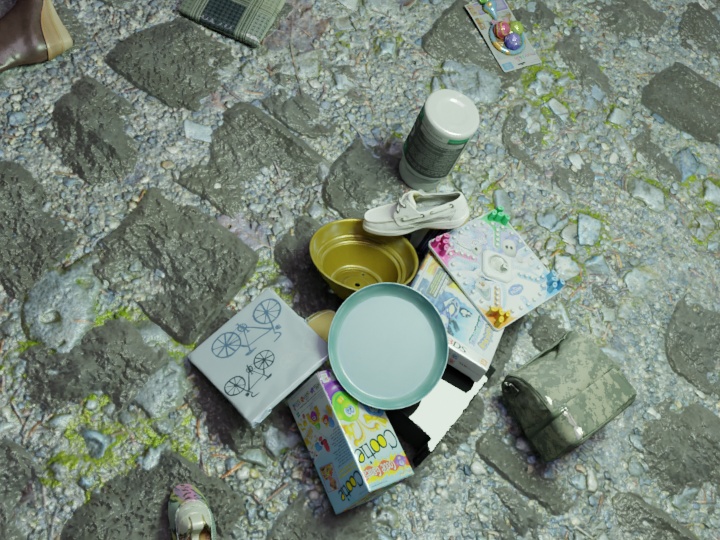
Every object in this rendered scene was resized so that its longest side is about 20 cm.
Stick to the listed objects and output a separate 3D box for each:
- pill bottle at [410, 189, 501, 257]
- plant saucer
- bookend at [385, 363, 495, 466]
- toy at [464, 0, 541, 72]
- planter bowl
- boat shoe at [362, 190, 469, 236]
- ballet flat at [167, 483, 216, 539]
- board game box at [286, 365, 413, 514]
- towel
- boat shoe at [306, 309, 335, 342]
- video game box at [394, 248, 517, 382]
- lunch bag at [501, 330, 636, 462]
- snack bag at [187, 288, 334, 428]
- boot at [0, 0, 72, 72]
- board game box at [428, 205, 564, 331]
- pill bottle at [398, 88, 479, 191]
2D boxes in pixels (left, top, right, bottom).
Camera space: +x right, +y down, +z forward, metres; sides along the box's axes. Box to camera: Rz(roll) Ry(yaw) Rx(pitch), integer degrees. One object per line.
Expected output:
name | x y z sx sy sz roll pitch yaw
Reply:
pill bottle | 0.165 -0.060 1.577 0.199 0.111 0.111 41 59 7
plant saucer | 0.044 0.122 1.338 0.197 0.027 0.204 1 79 -7
bookend | 0.094 0.190 1.434 0.198 0.092 0.200 40 60 8
toy | 0.340 -0.567 1.939 0.114 0.047 0.202 -19 69 -23
planter bowl | 0.000 0.000 1.497 0.197 0.084 0.202 8 41 -7
boat shoe | 0.095 -0.113 1.495 0.197 0.070 0.071 -7 43 12
ballet flat | -0.243 0.409 1.226 0.068 0.071 0.203 -5 64 -18
board game box | -0.018 0.267 1.337 0.102 0.105 0.202 -8 64 -42
towel | -0.268 -0.582 1.778 0.190 0.035 0.202 22 61 -1
boat shoe | -0.098 0.132 1.415 0.071 0.076 0.200 39 59 6
video game box | 0.165 0.068 1.443 0.181 0.047 0.201 32 49 -1
lunch bag | 0.365 0.215 1.474 0.198 0.140 0.169 -27 74 -28
snack bag | -0.160 0.138 1.363 0.188 0.022 0.199 -40 54 -18
boot | -0.663 -0.473 1.569 0.165 0.072 0.201 -29 78 -30
board game box | 0.249 -0.011 1.492 0.198 0.026 0.201 -25 70 -36
pill bottle | 0.147 -0.249 1.621 0.111 0.201 0.115 7 60 -13
